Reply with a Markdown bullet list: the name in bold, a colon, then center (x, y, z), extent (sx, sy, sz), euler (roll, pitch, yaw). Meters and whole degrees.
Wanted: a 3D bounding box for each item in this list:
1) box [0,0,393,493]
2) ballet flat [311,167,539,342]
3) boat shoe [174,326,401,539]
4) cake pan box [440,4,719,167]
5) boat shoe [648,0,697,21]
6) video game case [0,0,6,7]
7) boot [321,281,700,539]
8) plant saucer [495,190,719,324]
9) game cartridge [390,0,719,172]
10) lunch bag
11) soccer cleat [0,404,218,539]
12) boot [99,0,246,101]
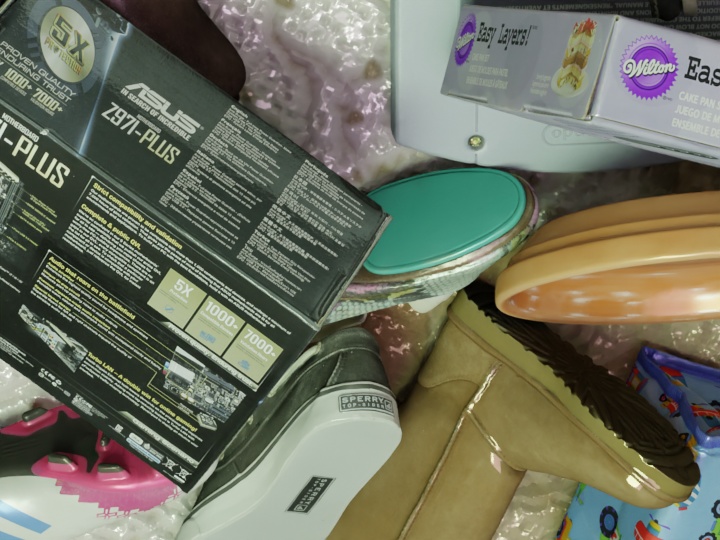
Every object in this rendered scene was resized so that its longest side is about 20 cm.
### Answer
- **box**: center (-0.114, -0.016, 1.069), extent (0.200, 0.086, 0.164), euler (35, 139, -2)
- **ballet flat**: center (0.000, 0.000, 1.170), extent (0.199, 0.069, 0.071), euler (-16, 139, 10)
- **boat shoe**: center (-0.041, 0.103, 1.211), extent (0.071, 0.064, 0.200), euler (14, 139, -30)
- **cake pan box**: center (0.151, -0.074, 1.023), extent (0.184, 0.200, 0.052), euler (15, 93, -17)
- **boat shoe**: center (0.104, -0.205, 1.056), extent (0.067, 0.072, 0.200), euler (-22, 101, 11)
- **video game case**: center (-0.205, -0.232, 1.019), extent (0.200, 0.019, 0.143), euler (39, 109, 2)
- **boot**: center (0.067, 0.131, 1.201), extent (0.066, 0.175, 0.200), euler (3, 123, -51)
- **plant saucer**: center (0.165, -0.006, 1.125), extent (0.199, 0.200, 0.038), euler (-4, 80, -3)
- **game cartridge**: center (0.114, -0.115, 1.132), extent (0.199, 0.042, 0.134), euler (-2, 121, -4)
- **lunch bag**: center (0.224, 0.143, 1.255), extent (0.199, 0.094, 0.151), euler (11, 115, -24)
- **soccer cleat**: center (-0.170, 0.119, 1.218), extent (0.199, 0.070, 0.086), euler (-7, 132, 2)
- **boot**: center (-0.084, -0.183, 1.058), extent (0.166, 0.072, 0.200), euler (-39, 109, 18)
